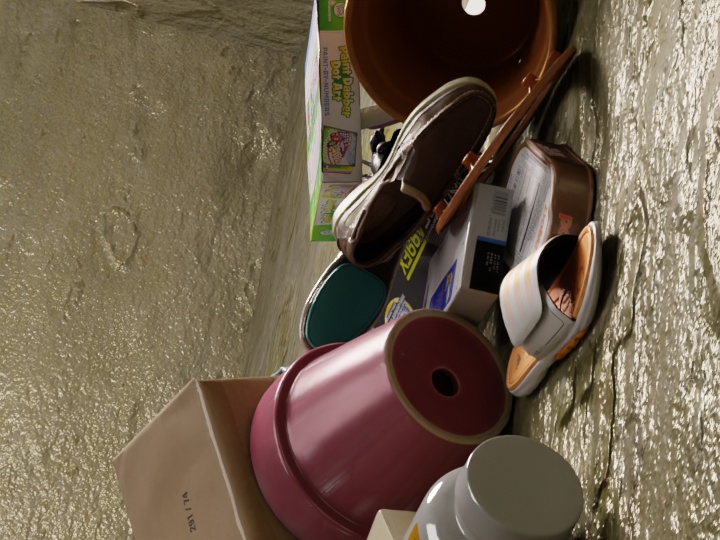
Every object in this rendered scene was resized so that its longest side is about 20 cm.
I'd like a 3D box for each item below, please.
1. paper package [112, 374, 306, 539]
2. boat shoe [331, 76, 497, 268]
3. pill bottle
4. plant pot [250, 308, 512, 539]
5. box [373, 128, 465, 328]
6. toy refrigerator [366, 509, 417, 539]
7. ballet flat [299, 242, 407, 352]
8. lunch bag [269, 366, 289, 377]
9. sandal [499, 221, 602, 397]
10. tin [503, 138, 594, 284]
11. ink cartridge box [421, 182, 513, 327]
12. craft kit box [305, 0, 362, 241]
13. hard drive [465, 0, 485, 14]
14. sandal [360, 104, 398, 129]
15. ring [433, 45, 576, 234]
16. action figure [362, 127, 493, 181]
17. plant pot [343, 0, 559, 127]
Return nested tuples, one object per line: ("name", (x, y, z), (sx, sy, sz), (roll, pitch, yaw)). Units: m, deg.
("paper package", (-0.124, 0.220, 1.582), (0.191, 0.103, 0.200), (-43, 58, 43))
("boat shoe", (0.055, -0.080, 1.544), (0.202, 0.075, 0.075), (-52, 23, 21))
("pill bottle", (0.083, 0.208, 1.218), (0.113, 0.113, 0.200), (-85, 12, -45))
("plant pot", (0.031, 0.130, 1.495), (0.179, 0.200, 0.200), (-44, 29, 44))
("box", (0.057, -0.018, 1.709), (0.160, 0.044, 0.200), (59, 142, 33))
("toy refrigerator", (0.027, 0.294, 1.389), (0.070, 0.076, 0.200), (-119, 43, -55))
("ballet flat", (0.000, 0.000, 1.639), (0.200, 0.069, 0.069), (-63, 4, -16))
("lunch bag", (-0.021, 0.187, 1.669), (0.127, 0.170, 0.200), (31, 111, 51))
("sandal", (0.133, 0.036, 1.344), (0.207, 0.059, 0.079), (115, 165, -53))
("tin", (0.150, -0.046, 1.446), (0.200, 0.042, 0.112), (-112, 32, -75))
("ink cartridge box", (0.090, 0.005, 1.525), (0.200, 0.039, 0.100), (119, 161, -69))
("craft kit box", (-0.028, -0.149, 1.729), (0.200, 0.048, 0.198), (107, 164, -75))
("hard drive", (0.136, -0.249, 1.881), (0.132, 0.026, 0.200), (114, 167, -51))
("sandal", (0.078, -0.161, 1.780), (0.082, 0.203, 0.050), (-27, -75, -49))
("ring", (0.122, -0.116, 1.505), (0.200, 0.019, 0.200), (-52, -5, -6))
("action figure", (0.067, -0.090, 1.822), (0.200, 0.102, 0.119), (21, 106, 61))
("plant pot", (0.096, -0.242, 1.648), (0.140, 0.200, 0.200), (-55, -17, -67))
